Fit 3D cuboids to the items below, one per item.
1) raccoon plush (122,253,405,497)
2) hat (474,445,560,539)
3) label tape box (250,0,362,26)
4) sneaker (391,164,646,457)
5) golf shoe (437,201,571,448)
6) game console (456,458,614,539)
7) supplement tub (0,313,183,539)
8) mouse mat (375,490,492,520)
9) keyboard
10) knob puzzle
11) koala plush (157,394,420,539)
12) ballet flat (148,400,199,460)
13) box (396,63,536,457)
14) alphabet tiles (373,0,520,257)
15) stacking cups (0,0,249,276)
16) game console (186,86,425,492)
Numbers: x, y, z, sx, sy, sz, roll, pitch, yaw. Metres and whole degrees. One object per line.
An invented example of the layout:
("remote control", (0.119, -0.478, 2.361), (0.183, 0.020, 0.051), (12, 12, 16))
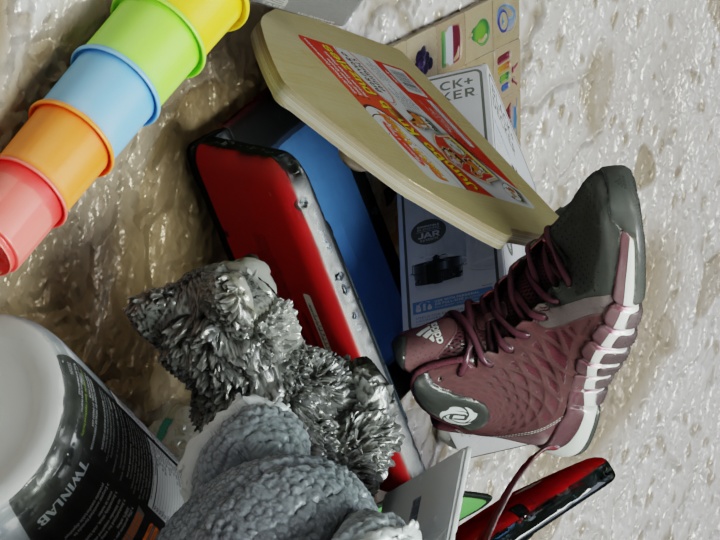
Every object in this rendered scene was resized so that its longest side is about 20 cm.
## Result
("raccoon plush", (-0.047, 0.087, 1.452), (0.134, 0.097, 0.200), (37, 33, -47))
("hat", (0.030, 0.201, 1.506), (0.166, 0.176, 0.200), (25, 37, -56))
("label tape box", (0.003, -0.225, 1.521), (0.200, 0.063, 0.145), (134, -30, -71))
("sneaker", (0.077, 0.026, 1.554), (0.076, 0.115, 0.200), (-98, -166, -44))
("golf shoe", (0.108, 0.042, 1.830), (0.088, 0.077, 0.200), (-34, 157, -35))
("game console", (0.079, 0.209, 1.739), (0.172, 0.200, 0.119), (-32, 88, -16))
("supplement tub", (-0.148, 0.116, 1.446), (0.123, 0.122, 0.200), (-66, 147, -21))
("mouse mat", (-0.030, 0.169, 1.611), (0.008, 0.200, 0.161), (59, 12, 15))
("keyboard", (0.025, 0.121, 1.408), (0.200, 0.011, 0.056), (135, -27, -76))
("knob puzzle", (0.009, -0.072, 1.601), (0.030, 0.220, 0.220), (-51, 154, 17))
("koala plush", (-0.064, 0.161, 1.325), (0.184, 0.177, 0.200), (37, 94, -34))
("ballet flat", (-0.055, 0.110, 1.647), (0.200, 0.072, 0.072), (23, 80, -60))
("box", (0.065, -0.007, 1.715), (0.117, 0.060, 0.200), (64, 17, -44))
("alphabet tiles", (0.055, -0.058, 1.833), (0.167, 0.008, 0.200), (-30, 125, -52))
("stacking cups", (-0.135, -0.080, 1.479), (0.200, 0.060, 0.061), (-51, 140, -30))
("game console", (0.000, 0.000, 1.616), (0.119, 0.172, 0.200), (-29, 109, -21))
